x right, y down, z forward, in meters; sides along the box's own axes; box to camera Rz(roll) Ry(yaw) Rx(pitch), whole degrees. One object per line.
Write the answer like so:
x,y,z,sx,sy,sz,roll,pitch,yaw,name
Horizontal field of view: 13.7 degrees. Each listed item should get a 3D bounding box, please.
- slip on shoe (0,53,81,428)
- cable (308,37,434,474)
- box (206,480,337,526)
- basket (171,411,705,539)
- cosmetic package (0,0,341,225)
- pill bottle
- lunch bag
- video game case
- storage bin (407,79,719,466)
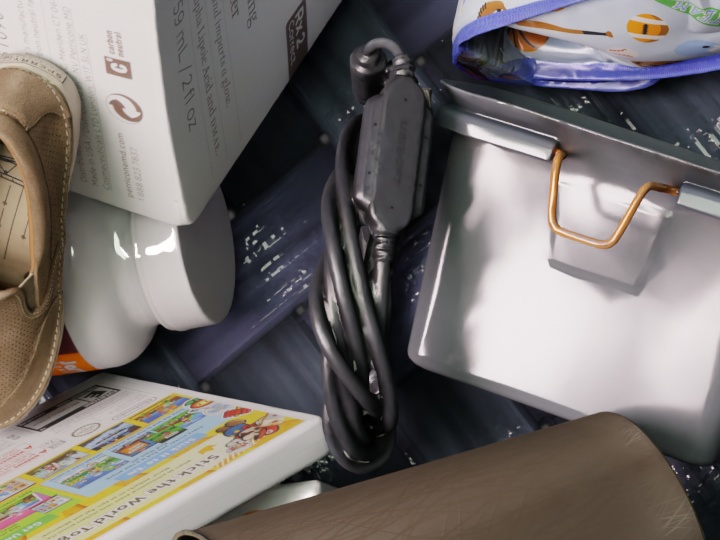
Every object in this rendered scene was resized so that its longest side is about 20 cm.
-0.171,-0.002,1.384,0.076,0.061,0.200,18,123,1,slip on shoe
0.000,0.000,1.405,0.051,0.163,0.201,6,72,-3,cable
-0.096,0.176,1.443,0.199,0.097,0.125,-7,79,16,box
0.043,0.148,1.313,0.199,0.136,0.180,-22,38,-20,basket
-0.115,-0.162,1.429,0.165,0.165,0.200,19,53,19,cosmetic package
-0.170,-0.001,1.487,0.199,0.113,0.113,-9,78,16,pill bottle
0.131,-0.180,1.409,0.200,0.124,0.171,-8,66,46,lunch bag
-0.143,0.107,1.396,0.182,0.200,0.023,8,119,50,video game case
0.118,0.004,1.394,0.199,0.145,0.135,18,97,19,storage bin
